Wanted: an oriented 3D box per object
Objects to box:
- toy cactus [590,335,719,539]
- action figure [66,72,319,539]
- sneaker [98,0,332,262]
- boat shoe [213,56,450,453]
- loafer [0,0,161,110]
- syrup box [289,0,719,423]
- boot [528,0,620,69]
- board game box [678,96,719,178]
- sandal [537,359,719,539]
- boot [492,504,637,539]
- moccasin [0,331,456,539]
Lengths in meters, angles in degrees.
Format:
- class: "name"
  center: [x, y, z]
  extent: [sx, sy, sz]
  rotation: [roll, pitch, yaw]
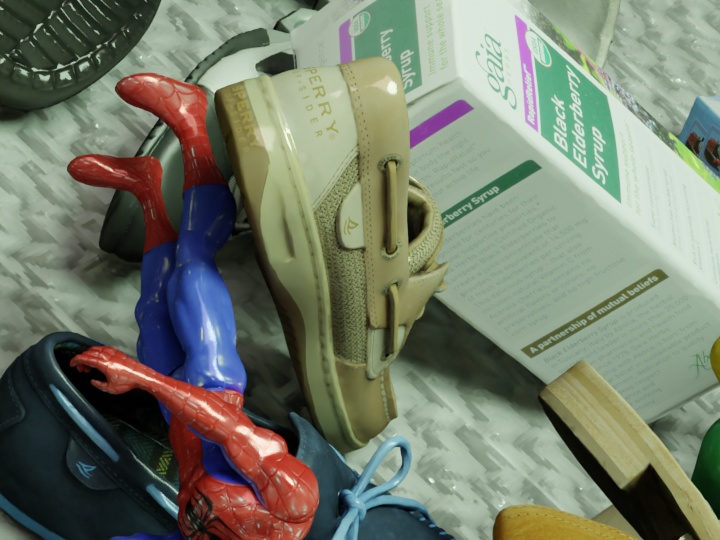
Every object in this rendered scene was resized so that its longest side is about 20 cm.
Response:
- class: "toy cactus"
  center: [0.138, 0.076, 0.909]
  extent: [0.164, 0.200, 0.103]
  rotation: [-24, 74, -1]
- class: "action figure"
  center: [-0.074, 0.031, 0.786]
  extent: [0.098, 0.065, 0.201]
  rotation: [3, 51, -31]
- class: "sneaker"
  center: [-0.020, -0.047, 0.979]
  extent: [0.088, 0.074, 0.200]
  rotation: [38, 42, 11]
- class: "boat shoe"
  center: [0.000, 0.000, 0.859]
  extent: [0.064, 0.200, 0.072]
  rotation: [-19, 61, -3]
- class: "loafer"
  center: [-0.115, -0.136, 1.022]
  extent: [0.073, 0.071, 0.201]
  rotation: [42, 51, -22]
- class: "syrup box"
  center: [0.066, -0.028, 0.949]
  extent: [0.200, 0.081, 0.079]
  rotation: [39, 33, -36]
- class: "boot"
  center: [0.021, -0.168, 1.124]
  extent: [0.199, 0.073, 0.183]
  rotation: [15, 57, -9]
- class: "board game box"
  center: [0.248, -0.008, 1.096]
  extent: [0.150, 0.037, 0.200]
  rotation: [0, 34, -31]
- class: "sandal"
  center: [0.143, 0.092, 0.794]
  extent: [0.069, 0.078, 0.212]
  rotation: [-38, 59, -3]
- class: "boot"
  center: [0.048, 0.123, 0.719]
  extent: [0.201, 0.071, 0.145]
  rotation: [34, 31, -38]
- class: "moccasin"
  center: [-0.033, 0.085, 0.847]
  extent: [0.199, 0.068, 0.081]
  rotation: [22, 42, -11]
